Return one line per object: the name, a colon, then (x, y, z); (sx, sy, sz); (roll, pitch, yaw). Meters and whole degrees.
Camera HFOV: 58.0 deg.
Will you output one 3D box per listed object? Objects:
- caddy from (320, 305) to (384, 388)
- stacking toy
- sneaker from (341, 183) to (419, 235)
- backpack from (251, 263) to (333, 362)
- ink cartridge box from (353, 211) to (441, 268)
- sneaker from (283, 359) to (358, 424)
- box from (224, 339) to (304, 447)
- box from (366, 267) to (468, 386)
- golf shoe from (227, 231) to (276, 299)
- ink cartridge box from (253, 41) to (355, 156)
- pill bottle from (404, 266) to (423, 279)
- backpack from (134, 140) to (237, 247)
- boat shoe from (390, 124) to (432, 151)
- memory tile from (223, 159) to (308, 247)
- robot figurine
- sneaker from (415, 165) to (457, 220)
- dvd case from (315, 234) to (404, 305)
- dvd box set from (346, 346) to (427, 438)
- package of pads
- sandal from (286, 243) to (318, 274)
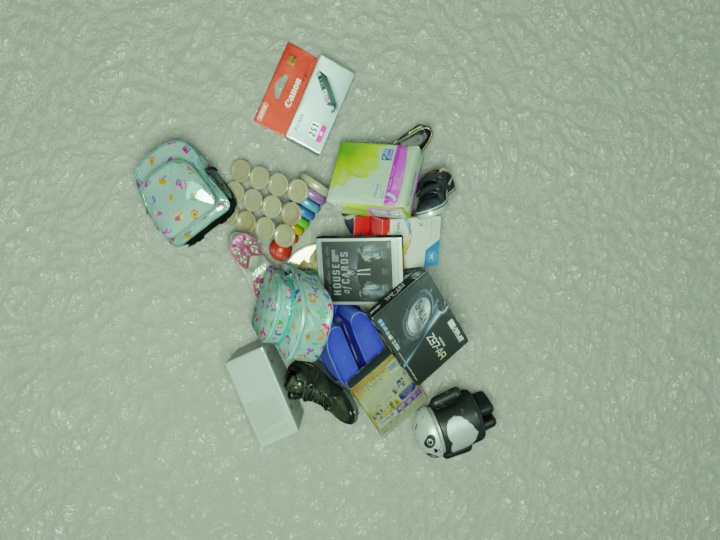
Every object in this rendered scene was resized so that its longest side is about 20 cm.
caddy: (-0.029, 0.169, 1.496); (0.139, 0.104, 0.205); (-29, 112, -19)
stacking toy: (-0.148, -0.116, 1.480); (0.084, 0.085, 0.203); (31, 95, -8)
sneaker: (0.055, -0.142, 1.516); (0.195, 0.070, 0.084); (-24, 113, -3)
backpack: (-0.143, 0.095, 1.400); (0.147, 0.200, 0.182); (9, 112, -34)
ink cartridge box: (0.083, -0.068, 1.478); (0.194, 0.067, 0.120); (-7, 108, -26)
sneaker: (-0.095, 0.273, 1.425); (0.199, 0.113, 0.077); (44, 125, 24)
box: (-0.212, 0.267, 1.462); (0.095, 0.124, 0.205); (-22, 96, 4)
box: (0.126, 0.124, 1.422); (0.159, 0.043, 0.203); (-37, 111, -10)
golf shoe: (-0.239, -0.007, 1.478); (0.074, 0.091, 0.204); (-33, 120, -15)
ink cartridge box: (-0.127, -0.394, 1.478); (0.170, 0.044, 0.205); (25, 90, -10)
pill bottle: (0.120, 0.105, 1.507); (0.111, 0.114, 0.206); (-18, 97, -6)
backpack: (-0.388, -0.173, 1.403); (0.174, 0.153, 0.203); (-34, 88, 7)
boat shoe: (0.087, -0.264, 1.507); (0.199, 0.059, 0.072); (-40, 98, -4)
memory tile: (-0.218, -0.150, 1.454); (0.195, 0.017, 0.158); (20, 97, 13)
robot figurine: (0.220, 0.360, 1.533); (0.195, 0.125, 0.154); (-20, 78, -6)
sneaker: (0.162, -0.178, 1.463); (0.076, 0.200, 0.081); (-15, 107, 25)
dvd case: (0.000, 0.000, 1.436); (0.193, 0.025, 0.156); (-1, 105, 11)
dvd box set: (0.064, 0.279, 1.501); (0.145, 0.029, 0.202); (-39, 129, -10)
package of pads: (0.031, -0.197, 1.436); (0.194, 0.068, 0.159); (8, 73, 24)
sandal: (-0.075, -0.027, 1.495); (0.205, 0.070, 0.080); (-13, 95, -7)
